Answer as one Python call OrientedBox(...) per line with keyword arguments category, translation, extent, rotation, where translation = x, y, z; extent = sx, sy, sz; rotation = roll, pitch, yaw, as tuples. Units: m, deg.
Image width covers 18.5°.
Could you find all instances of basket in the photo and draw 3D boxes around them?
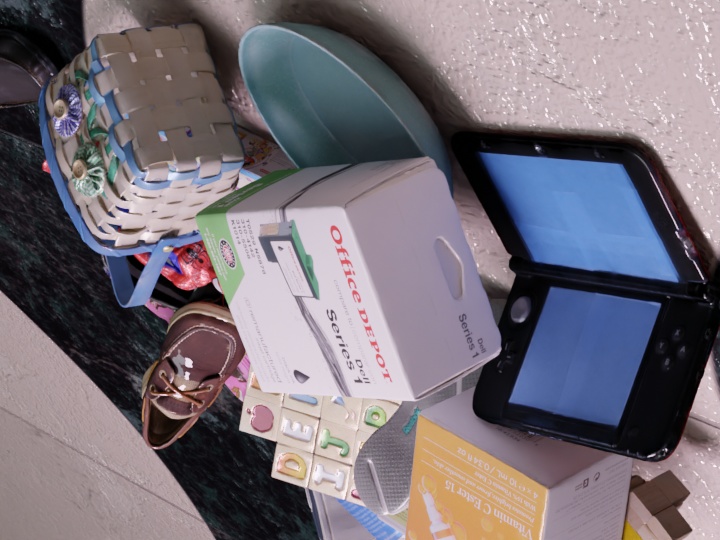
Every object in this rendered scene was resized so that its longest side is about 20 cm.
OrientedBox(category="basket", translation=(-0.174, -0.089, 1.690), extent=(0.177, 0.139, 0.200), rotation=(69, 155, 21))

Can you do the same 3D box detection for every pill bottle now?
OrientedBox(category="pill bottle", translation=(0.015, 0.150, 1.864), extent=(0.200, 0.112, 0.112), rotation=(44, 158, -2))

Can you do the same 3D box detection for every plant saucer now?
OrientedBox(category="plant saucer", translation=(-0.002, -0.101, 1.540), extent=(0.200, 0.036, 0.200), rotation=(39, 158, 19))

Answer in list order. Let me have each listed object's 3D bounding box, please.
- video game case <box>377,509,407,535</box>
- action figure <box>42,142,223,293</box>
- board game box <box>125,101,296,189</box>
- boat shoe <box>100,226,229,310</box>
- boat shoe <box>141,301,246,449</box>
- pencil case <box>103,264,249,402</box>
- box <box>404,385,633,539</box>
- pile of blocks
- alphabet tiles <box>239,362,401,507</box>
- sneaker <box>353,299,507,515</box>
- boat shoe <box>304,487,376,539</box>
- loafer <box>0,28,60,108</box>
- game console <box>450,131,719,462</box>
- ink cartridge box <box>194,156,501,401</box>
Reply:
OrientedBox(category="video game case", translation=(0.109, 0.159, 1.712), extent=(0.200, 0.022, 0.183), rotation=(29, 119, 32))
OrientedBox(category="action figure", translation=(-0.174, -0.043, 1.820), extent=(0.200, 0.065, 0.052), rotation=(39, 174, 15))
OrientedBox(category="board game box", translation=(-0.093, -0.060, 1.780), extent=(0.200, 0.034, 0.135), rotation=(27, 152, 37))
OrientedBox(category="boat shoe", translation=(-0.124, 0.013, 1.864), extent=(0.201, 0.063, 0.074), rotation=(24, 110, 9))
OrientedBox(category="boat shoe", translation=(-0.147, 0.095, 1.884), extent=(0.072, 0.072, 0.200), rotation=(22, 147, -13))
OrientedBox(category="pencil case", translation=(-0.132, 0.041, 1.965), extent=(0.200, 0.087, 0.083), rotation=(46, 141, -6))
OrientedBox(category="box", translation=(0.106, 0.196, 1.566), extent=(0.124, 0.097, 0.201), rotation=(27, 124, 38))
OrientedBox(category="pile of blocks", translation=(0.166, 0.170, 1.613), extent=(0.200, 0.062, 0.082), rotation=(16, 117, 43))
OrientedBox(category="alphabet tiles", translation=(0.000, 0.113, 1.788), extent=(0.199, 0.006, 0.167), rotation=(16, 115, 14))
OrientedBox(category="sneaker", translation=(0.070, 0.097, 1.664), extent=(0.070, 0.080, 0.201), rotation=(48, 120, 25))
OrientedBox(category="boat shoe", translation=(-0.017, 0.180, 1.944), extent=(0.062, 0.075, 0.201), rotation=(154, 102, -74))
OrientedBox(category="loafer", translation=(-0.326, -0.166, 1.946), extent=(0.200, 0.072, 0.073), rotation=(9, 138, 54))
OrientedBox(category="game console", translation=(0.126, 0.015, 1.433), extent=(0.118, 0.173, 0.200), rotation=(26, 171, -33))
OrientedBox(category="ink cartridge box", translation=(-0.011, 0.007, 1.521), extent=(0.200, 0.084, 0.147), rotation=(-2, 112, 57))
